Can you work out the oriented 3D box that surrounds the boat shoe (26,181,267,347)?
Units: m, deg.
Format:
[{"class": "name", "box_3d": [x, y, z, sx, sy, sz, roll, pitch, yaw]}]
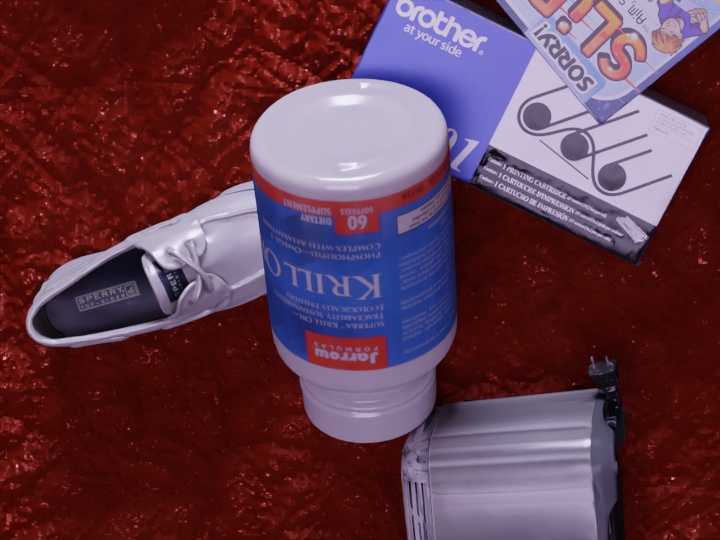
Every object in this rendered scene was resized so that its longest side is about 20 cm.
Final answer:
[{"class": "boat shoe", "box_3d": [-0.111, 0.004, 1.124, 0.200, 0.065, 0.074, -25, 100, 13]}]

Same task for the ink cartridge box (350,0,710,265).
[{"class": "ink cartridge box", "box_3d": [0.094, -0.090, 1.080, 0.200, 0.044, 0.094, 27, 106, 1]}]

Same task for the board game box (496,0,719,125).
[{"class": "board game box", "box_3d": [0.121, -0.200, 1.011, 0.135, 0.034, 0.200, -40, 96, 14]}]

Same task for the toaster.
[{"class": "toaster", "box_3d": [0.099, 0.153, 1.111, 0.129, 0.114, 0.200, -4, 107, 12]}]

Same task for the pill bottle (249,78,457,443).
[{"class": "pill bottle", "box_3d": [0.000, 0.000, 1.063, 0.112, 0.112, 0.200, 0, 127, 8]}]
